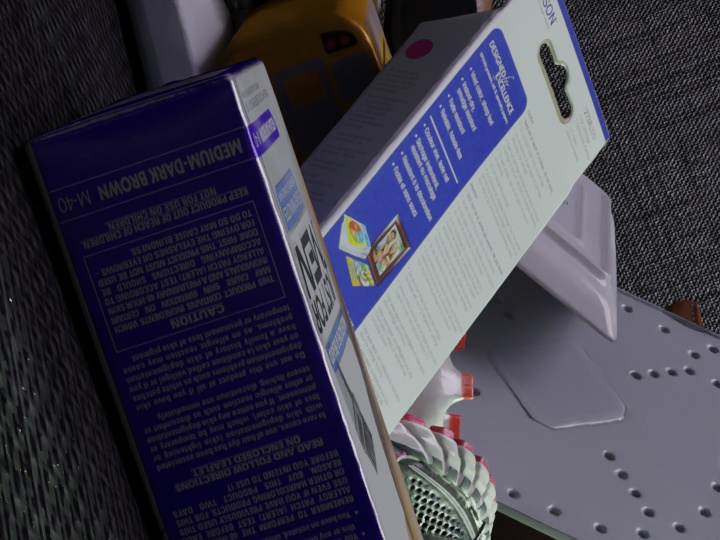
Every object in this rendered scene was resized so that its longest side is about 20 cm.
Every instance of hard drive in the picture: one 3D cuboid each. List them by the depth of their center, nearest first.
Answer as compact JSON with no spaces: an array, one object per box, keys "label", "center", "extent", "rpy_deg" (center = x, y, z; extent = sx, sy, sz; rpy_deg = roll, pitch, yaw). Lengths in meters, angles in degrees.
[{"label":"hard drive","center":[-0.058,-0.048,0.762],"extent":[0.132,0.027,0.201],"rpy_deg":[63,11,-65]}]

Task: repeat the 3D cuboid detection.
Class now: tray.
[{"label":"tray","center":[0.095,-0.033,0.965],"extent":[0.107,0.022,0.200],"rpy_deg":[38,17,-4]}]

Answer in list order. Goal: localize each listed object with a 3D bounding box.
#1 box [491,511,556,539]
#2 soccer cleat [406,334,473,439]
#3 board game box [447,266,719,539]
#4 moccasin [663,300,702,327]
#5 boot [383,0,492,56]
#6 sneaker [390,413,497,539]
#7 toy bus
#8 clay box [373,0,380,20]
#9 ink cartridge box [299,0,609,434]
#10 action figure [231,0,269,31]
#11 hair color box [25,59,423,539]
[{"label":"box","center":[0.112,0.189,1.011],"extent":[0.166,0.163,0.201],"rpy_deg":[61,11,-67]},{"label":"soccer cleat","center":[0.000,0.000,0.854],"extent":[0.201,0.077,0.070],"rpy_deg":[-99,-164,-45]},{"label":"board game box","center":[0.090,0.062,0.904],"extent":[0.200,0.199,0.026],"rpy_deg":[-58,172,-55]},{"label":"moccasin","center":[0.213,0.100,1.046],"extent":[0.074,0.077,0.202],"rpy_deg":[68,5,-47]},{"label":"boot","center":[0.042,-0.128,1.022],"extent":[0.200,0.068,0.190],"rpy_deg":[96,-6,-66]},{"label":"sneaker","center":[0.021,0.126,0.764],"extent":[0.200,0.080,0.075],"rpy_deg":[59,42,-39]},{"label":"toy bus","center":[-0.017,-0.076,0.801],"extent":[0.200,0.065,0.079],"rpy_deg":[-88,158,-76]},{"label":"clay box","center":[-0.014,-0.100,0.982],"extent":[0.115,0.047,0.201],"rpy_deg":[-95,-175,-70]},{"label":"ink cartridge box","center":[0.019,-0.018,0.691],"extent":[0.037,0.200,0.095],"rpy_deg":[17,-34,40]},{"label":"action figure","center":[-0.050,-0.159,1.109],"extent":[0.118,0.054,0.201],"rpy_deg":[-80,145,-77]},{"label":"hair color box","center":[-0.028,0.044,0.550],"extent":[0.109,0.064,0.201],"rpy_deg":[-81,155,-81]}]
